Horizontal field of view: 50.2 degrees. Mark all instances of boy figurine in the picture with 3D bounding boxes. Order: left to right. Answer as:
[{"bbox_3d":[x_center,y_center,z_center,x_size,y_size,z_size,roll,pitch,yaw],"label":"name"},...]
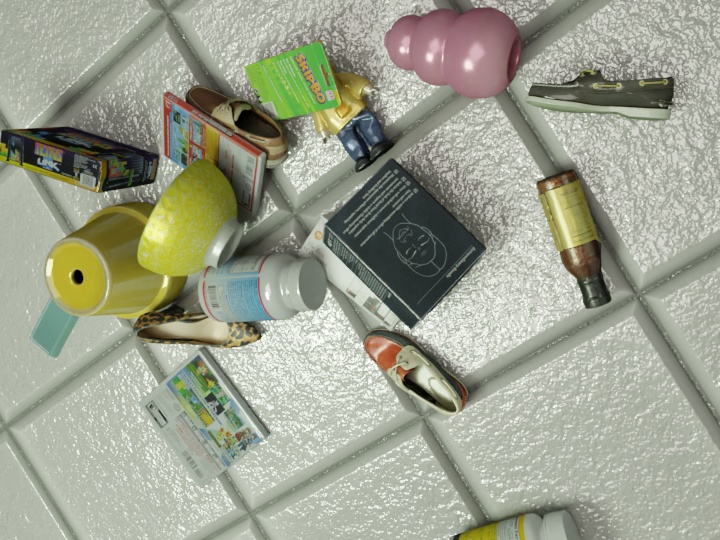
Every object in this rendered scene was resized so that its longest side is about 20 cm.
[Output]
[{"bbox_3d":[-0.027,-0.258,1.197,0.124,0.064,0.201,-33,92,24],"label":"boy figurine"}]

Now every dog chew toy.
[{"bbox_3d":[0.127,-0.320,1.108,0.198,0.124,0.126,17,106,23],"label":"dog chew toy"}]

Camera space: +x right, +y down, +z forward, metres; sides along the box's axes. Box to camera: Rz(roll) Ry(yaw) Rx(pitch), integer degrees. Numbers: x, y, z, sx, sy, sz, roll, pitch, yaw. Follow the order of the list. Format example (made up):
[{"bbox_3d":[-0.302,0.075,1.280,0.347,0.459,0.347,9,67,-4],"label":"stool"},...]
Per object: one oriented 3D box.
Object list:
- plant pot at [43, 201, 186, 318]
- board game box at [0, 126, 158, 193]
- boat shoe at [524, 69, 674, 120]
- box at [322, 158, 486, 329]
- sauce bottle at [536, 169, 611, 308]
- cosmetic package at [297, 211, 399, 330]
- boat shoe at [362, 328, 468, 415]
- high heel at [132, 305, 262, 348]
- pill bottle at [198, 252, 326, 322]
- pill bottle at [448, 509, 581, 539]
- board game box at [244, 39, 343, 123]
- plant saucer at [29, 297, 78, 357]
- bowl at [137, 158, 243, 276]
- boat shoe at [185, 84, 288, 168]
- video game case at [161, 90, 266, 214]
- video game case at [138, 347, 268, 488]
[{"bbox_3d":[-0.426,-0.007,1.311,0.198,0.189,0.204,4,102,18],"label":"plant pot"},{"bbox_3d":[-0.472,-0.192,1.301,0.198,0.165,0.057,18,108,13],"label":"board game box"},{"bbox_3d":[0.334,-0.250,1.079,0.199,0.072,0.061,8,99,9],"label":"boat shoe"},{"bbox_3d":[0.062,-0.038,1.157,0.200,0.107,0.148,45,79,6],"label":"box"},{"bbox_3d":[0.316,-0.044,1.126,0.065,0.066,0.202,-17,97,20],"label":"sauce bottle"},{"bbox_3d":[0.000,0.000,1.245,0.199,0.051,0.083,39,109,8],"label":"cosmetic package"},{"bbox_3d":[0.084,0.164,1.244,0.199,0.063,0.072,35,111,10],"label":"boat shoe"},{"bbox_3d":[-0.279,0.109,1.308,0.198,0.142,0.072,11,104,16],"label":"high heel"},{"bbox_3d":[-0.158,0.028,1.253,0.198,0.108,0.110,-4,100,31],"label":"pill bottle"},{"bbox_3d":[0.246,0.454,1.220,0.198,0.114,0.115,-23,93,21],"label":"pill bottle"},{"bbox_3d":[-0.100,-0.286,1.174,0.199,0.030,0.096,4,119,52],"label":"board game box"},{"bbox_3d":[-0.569,0.074,1.464,0.070,0.019,0.201,37,110,8],"label":"plant saucer"},{"bbox_3d":[-0.252,-0.064,1.225,0.107,0.200,0.201,31,109,4],"label":"bowl"},{"bbox_3d":[-0.196,-0.246,1.235,0.199,0.076,0.072,32,150,9],"label":"boat shoe"},{"bbox_3d":[-0.245,-0.191,1.264,0.199,0.017,0.144,33,145,9],"label":"video game case"},{"bbox_3d":[-0.290,0.272,1.410,0.182,0.022,0.201,-39,86,21],"label":"video game case"}]
